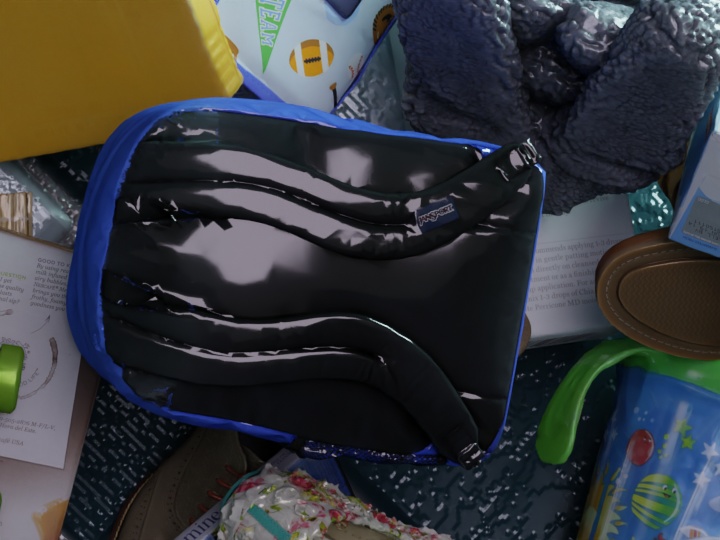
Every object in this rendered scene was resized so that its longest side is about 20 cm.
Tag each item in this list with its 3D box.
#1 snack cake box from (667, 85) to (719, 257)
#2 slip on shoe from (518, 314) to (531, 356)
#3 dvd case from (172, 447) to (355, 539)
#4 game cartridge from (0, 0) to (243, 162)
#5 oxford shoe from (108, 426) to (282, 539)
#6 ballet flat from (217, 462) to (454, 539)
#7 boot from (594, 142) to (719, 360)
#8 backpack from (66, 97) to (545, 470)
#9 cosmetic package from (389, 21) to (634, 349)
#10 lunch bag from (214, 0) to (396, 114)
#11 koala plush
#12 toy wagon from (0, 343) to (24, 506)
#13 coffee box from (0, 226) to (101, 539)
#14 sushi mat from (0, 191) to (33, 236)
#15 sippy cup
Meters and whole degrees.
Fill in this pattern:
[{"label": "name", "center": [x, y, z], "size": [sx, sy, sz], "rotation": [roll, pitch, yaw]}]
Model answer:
[{"label": "snack cake box", "center": [0.230, -0.069, 1.276], "size": [0.115, 0.067, 0.200], "rotation": [20, 32, 2]}, {"label": "slip on shoe", "center": [0.000, 0.000, 1.307], "size": [0.200, 0.061, 0.076], "rotation": [22, 108, 27]}, {"label": "dvd case", "center": [-0.071, 0.190, 1.260], "size": [0.200, 0.018, 0.143], "rotation": [-39, 131, -20]}, {"label": "game cartridge", "center": [-0.167, -0.153, 1.230], "size": [0.200, 0.176, 0.032], "rotation": [68, 29, -26]}, {"label": "oxford shoe", "center": [-0.075, 0.117, 1.284], "size": [0.070, 0.075, 0.200], "rotation": [31, 73, -9]}, {"label": "ballet flat", "center": [0.005, 0.157, 1.252], "size": [0.200, 0.064, 0.076], "rotation": [27, 97, -45]}, {"label": "boot", "center": [0.186, -0.027, 1.325], "size": [0.200, 0.074, 0.155], "rotation": [0, 36, -27]}, {"label": "backpack", "center": [-0.039, 0.005, 1.168], "size": [0.200, 0.168, 0.163], "rotation": [8, 89, -19]}, {"label": "cosmetic package", "center": [0.085, -0.058, 1.366], "size": [0.101, 0.071, 0.201], "rotation": [-6, 82, -17]}, {"label": "lunch bag", "center": [-0.068, -0.180, 1.306], "size": [0.200, 0.124, 0.170], "rotation": [33, 75, -2]}, {"label": "koala plush", "center": [0.115, -0.152, 1.286], "size": [0.177, 0.184, 0.200], "rotation": [15, 57, 6]}, {"label": "toy wagon", "center": [-0.234, 0.049, 1.139], "size": [0.155, 0.040, 0.201], "rotation": [9, 77, -8]}, {"label": "coffee box", "center": [-0.183, 0.089, 1.221], "size": [0.080, 0.114, 0.200], "rotation": [16, 77, -13]}, {"label": "sushi mat", "center": [-0.215, 0.057, 1.284], "size": [0.095, 0.012, 0.201], "rotation": [1, 80, -18]}, {"label": "sippy cup", "center": [0.181, 0.117, 1.340], "size": [0.177, 0.140, 0.131], "rotation": [23, 84, 9]}]
